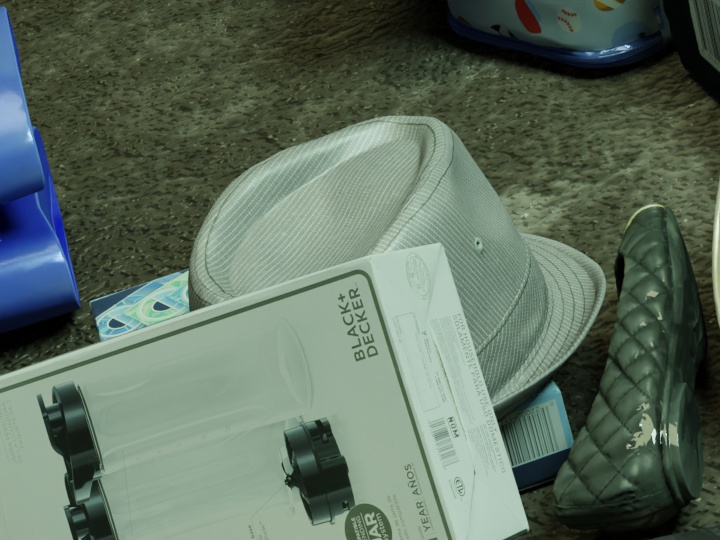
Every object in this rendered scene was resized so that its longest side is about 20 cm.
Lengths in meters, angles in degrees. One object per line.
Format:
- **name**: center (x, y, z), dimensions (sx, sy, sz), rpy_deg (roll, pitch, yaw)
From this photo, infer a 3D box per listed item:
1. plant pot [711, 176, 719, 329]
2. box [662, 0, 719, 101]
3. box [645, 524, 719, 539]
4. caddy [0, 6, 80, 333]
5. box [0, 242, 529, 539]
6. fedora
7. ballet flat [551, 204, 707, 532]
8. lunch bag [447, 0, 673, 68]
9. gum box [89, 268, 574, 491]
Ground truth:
- **plant pot**: center (0.244, -0.030, 1.072), dimensions (0.134, 0.200, 0.200), rpy_deg (15, 23, -18)
- **box**: center (0.260, -0.147, 1.320), dimensions (0.200, 0.104, 0.148), rpy_deg (-21, 29, -8)
- **box**: center (0.195, 0.118, 0.910), dimensions (0.200, 0.036, 0.143), rpy_deg (-11, 26, -24)
- **caddy**: center (-0.204, -0.044, 1.340), dimensions (0.105, 0.141, 0.200), rpy_deg (-15, 28, -4)
- **box**: center (-0.050, 0.072, 1.028), dimensions (0.200, 0.117, 0.060), rpy_deg (-20, -3, 27)
- **fedora**: center (0.000, 0.000, 1.118), dimensions (0.177, 0.090, 0.200), rpy_deg (12, 39, 39)
- **ballet flat**: center (0.110, 0.033, 1.124), dimensions (0.057, 0.066, 0.200), rpy_deg (-12, 29, 16)
- **lunch bag**: center (0.143, -0.187, 1.480), dimensions (0.200, 0.076, 0.160), rpy_deg (-35, 32, -29)
- **gum box**: center (-0.017, 0.047, 1.185), dimensions (0.170, 0.045, 0.200), rpy_deg (-19, 29, -5)
